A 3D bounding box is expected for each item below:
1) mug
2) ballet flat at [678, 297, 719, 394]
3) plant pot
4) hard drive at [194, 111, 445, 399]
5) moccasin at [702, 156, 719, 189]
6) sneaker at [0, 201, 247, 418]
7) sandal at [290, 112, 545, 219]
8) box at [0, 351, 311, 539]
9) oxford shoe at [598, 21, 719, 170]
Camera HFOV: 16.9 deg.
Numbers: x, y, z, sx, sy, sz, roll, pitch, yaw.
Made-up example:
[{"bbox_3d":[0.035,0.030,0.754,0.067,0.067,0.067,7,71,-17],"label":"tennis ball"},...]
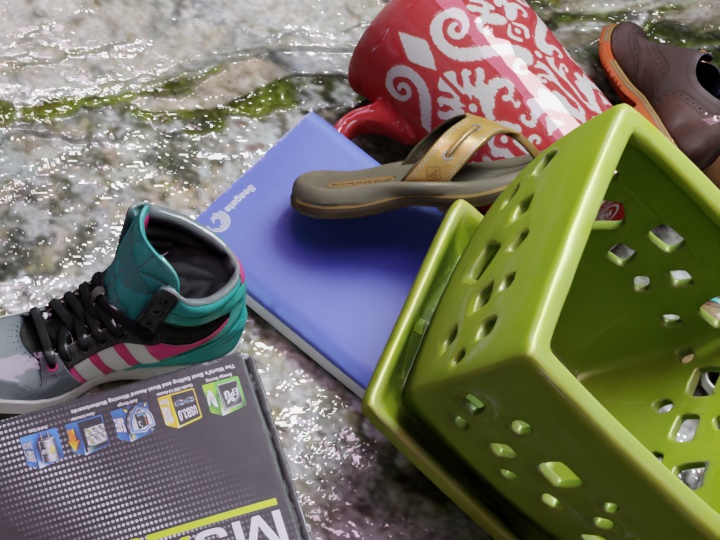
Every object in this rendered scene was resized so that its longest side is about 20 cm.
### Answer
[{"bbox_3d":[0.089,-0.086,1.645,0.200,0.178,0.133,48,15,18],"label":"mug"},{"bbox_3d":[0.291,0.090,1.582,0.199,0.068,0.073,28,66,6],"label":"ballet flat"},{"bbox_3d":[0.127,0.055,1.430,0.199,0.181,0.201,43,50,-23],"label":"plant pot"},{"bbox_3d":[0.000,0.000,1.558,0.200,0.025,0.132,38,64,15],"label":"hard drive"},{"bbox_3d":[0.334,-0.044,1.699,0.201,0.078,0.074,36,48,13],"label":"moccasin"},{"bbox_3d":[-0.151,0.021,1.440,0.199,0.121,0.084,-12,54,-27],"label":"sneaker"},{"bbox_3d":[0.052,-0.070,1.528,0.198,0.054,0.080,-5,11,5],"label":"sandal"},{"bbox_3d":[-0.125,0.163,1.306,0.199,0.048,0.194,-15,70,-10],"label":"box"},{"bbox_3d":[0.221,-0.128,1.709,0.071,0.072,0.200,50,13,-32],"label":"oxford shoe"}]
